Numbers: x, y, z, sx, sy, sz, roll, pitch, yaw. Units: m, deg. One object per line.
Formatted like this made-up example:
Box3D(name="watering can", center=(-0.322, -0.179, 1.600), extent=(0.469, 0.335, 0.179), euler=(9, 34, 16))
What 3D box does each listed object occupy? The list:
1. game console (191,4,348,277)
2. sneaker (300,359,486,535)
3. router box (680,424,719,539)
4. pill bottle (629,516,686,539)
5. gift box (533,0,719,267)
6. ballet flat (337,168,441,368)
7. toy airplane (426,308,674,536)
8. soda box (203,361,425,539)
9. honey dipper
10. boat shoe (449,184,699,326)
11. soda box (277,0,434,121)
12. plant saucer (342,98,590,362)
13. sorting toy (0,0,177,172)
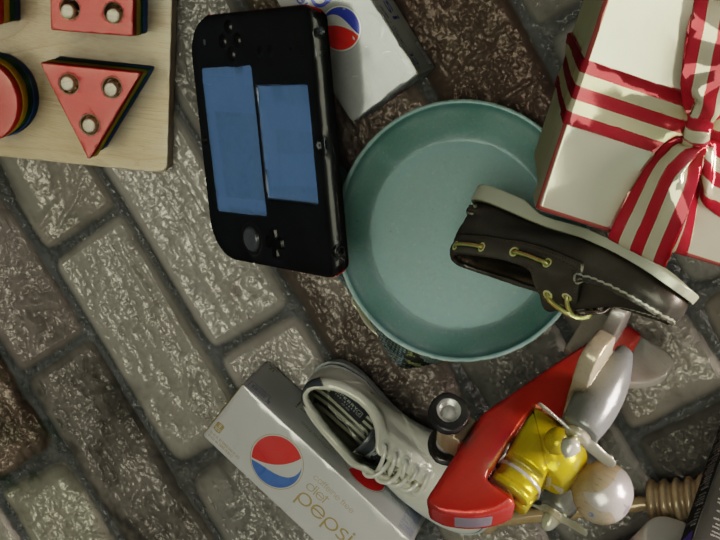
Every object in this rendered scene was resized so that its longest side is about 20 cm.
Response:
Box3D(name="game console", center=(-0.075, -0.103, 0.907), extent=(0.176, 0.031, 0.204), euler=(13, 112, 54))
Box3D(name="sneaker", center=(0.026, 0.158, 0.966), extent=(0.199, 0.071, 0.074), euler=(37, 113, 10))
Box3D(name="router box", center=(0.352, 0.178, 0.839), extent=(0.197, 0.052, 0.159), euler=(23, 73, 11))
Box3D(name="pill bottle", center=(0.210, 0.299, 0.916), extent=(0.113, 0.114, 0.202), euler=(34, 119, 6))
Box3D(name="gift box", center=(0.229, -0.112, 0.762), extent=(0.196, 0.187, 0.188), euler=(13, 108, 4))
Box3D(name="ballet flat", center=(0.000, 0.000, 0.945), extent=(0.074, 0.074, 0.201), euler=(-36, 88, 23))
Box3D(name="toy airplane", center=(0.159, 0.120, 0.850), extent=(0.200, 0.198, 0.142), euler=(-52, 60, 25))
Box3D(name="soda box", center=(-0.039, 0.178, 1.002), extent=(0.200, 0.064, 0.068), euler=(43, 112, 4))
Box3D(name="honey dipper", center=(0.188, 0.198, 0.950), extent=(0.197, 0.038, 0.039), euler=(-11, 101, 22))
Box3D(name="boat shoe", center=(0.142, 0.001, 0.796), extent=(0.200, 0.071, 0.061), euler=(29, 87, 47))
Box3D(name="soda box", center=(-0.026, -0.222, 0.892), extent=(0.068, 0.063, 0.202), euler=(-32, 93, 21))
Box3D(name="plant saucer", center=(0.079, -0.030, 0.895), extent=(0.196, 0.036, 0.204), euler=(0, 86, 3))
Box3D(name="sorting toy", center=(-0.258, -0.186, 0.952), extent=(0.196, 0.070, 0.203), euler=(6, 106, 4))
